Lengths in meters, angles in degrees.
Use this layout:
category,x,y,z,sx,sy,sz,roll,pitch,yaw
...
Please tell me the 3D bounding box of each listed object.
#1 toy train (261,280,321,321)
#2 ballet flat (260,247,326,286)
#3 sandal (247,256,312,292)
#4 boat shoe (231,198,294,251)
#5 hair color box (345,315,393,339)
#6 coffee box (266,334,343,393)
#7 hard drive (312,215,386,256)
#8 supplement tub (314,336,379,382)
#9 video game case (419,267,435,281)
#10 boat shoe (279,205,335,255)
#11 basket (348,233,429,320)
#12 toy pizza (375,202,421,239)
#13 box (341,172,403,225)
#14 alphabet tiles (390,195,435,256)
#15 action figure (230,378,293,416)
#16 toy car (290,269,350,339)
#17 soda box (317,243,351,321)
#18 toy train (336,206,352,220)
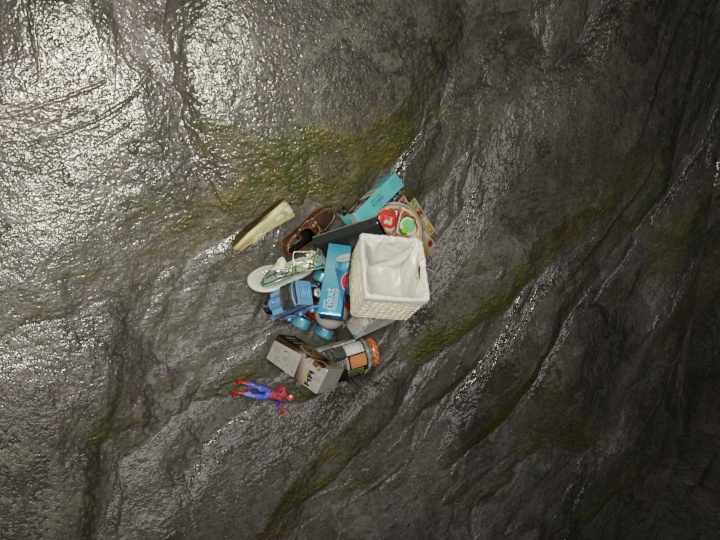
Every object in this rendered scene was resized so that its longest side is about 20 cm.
category,x,y,z,sx,sy,sz,roll,pitch,yaw
toy train,-0.199,0.087,1.549,0.113,0.198,0.088,9,67,-46
ballet flat,-0.194,-0.015,1.532,0.197,0.074,0.075,-18,113,-12
sandal,-0.228,0.021,1.588,0.199,0.084,0.050,-16,155,-16
boat shoe,-0.270,-0.115,1.517,0.201,0.073,0.063,-45,116,-18
hair color box,0.054,0.135,1.687,0.198,0.061,0.100,-17,152,-49
coffee box,-0.163,0.272,1.601,0.081,0.198,0.113,-63,156,4
hard drive,-0.025,-0.083,1.584,0.197,0.033,0.140,-17,151,10
supplement tub,-0.047,0.282,1.728,0.197,0.122,0.125,-13,111,-25
video game case,0.142,0.061,1.796,0.141,0.017,0.202,21,109,-32
boat shoe,-0.145,-0.112,1.586,0.200,0.070,0.071,-44,114,-13
basket,0.075,0.023,1.562,0.196,0.161,0.202,4,62,-17
toy pizza,0.102,-0.106,1.667,0.196,0.032,0.205,-3,100,-19
box,0.036,-0.206,1.623,0.200,0.082,0.049,-46,107,-24
alphabet tiles,0.165,-0.130,1.740,0.167,0.006,0.201,-48,113,-32
action figure,-0.281,0.383,1.648,0.197,0.099,0.066,16,98,-34
toy car,-0.083,0.123,1.614,0.175,0.199,0.187,26,92,-32
soda box,-0.069,0.032,1.513,0.066,0.064,0.204,7,73,4
toy train,0.013,-0.162,1.680,0.197,0.034,0.047,5,113,-30
